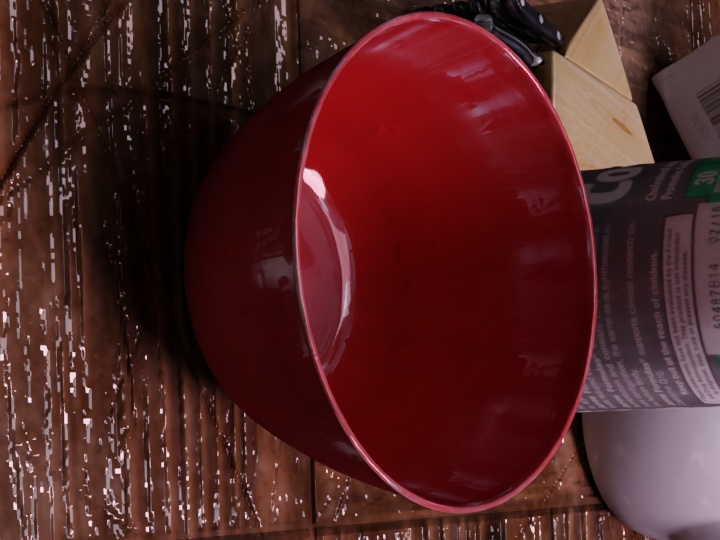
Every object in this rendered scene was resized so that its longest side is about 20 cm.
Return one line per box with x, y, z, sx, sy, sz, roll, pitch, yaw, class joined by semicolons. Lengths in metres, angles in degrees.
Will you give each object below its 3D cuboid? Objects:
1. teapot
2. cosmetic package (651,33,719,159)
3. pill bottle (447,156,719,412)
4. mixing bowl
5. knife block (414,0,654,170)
0.227;0.065;1.249;0.197;0.146;0.200;-41;124;-51;teapot
0.273;-0.055;1.390;0.200;0.081;0.113;43;20;-49;cosmetic package
0.106;0.010;1.005;0.113;0.200;0.113;15;73;-59;pill bottle
0.000;0.000;0.899;0.200;0.108;0.200;8;80;-49;mixing bowl
0.083;-0.057;1.114;0.176;0.064;0.200;-56;133;-47;knife block
